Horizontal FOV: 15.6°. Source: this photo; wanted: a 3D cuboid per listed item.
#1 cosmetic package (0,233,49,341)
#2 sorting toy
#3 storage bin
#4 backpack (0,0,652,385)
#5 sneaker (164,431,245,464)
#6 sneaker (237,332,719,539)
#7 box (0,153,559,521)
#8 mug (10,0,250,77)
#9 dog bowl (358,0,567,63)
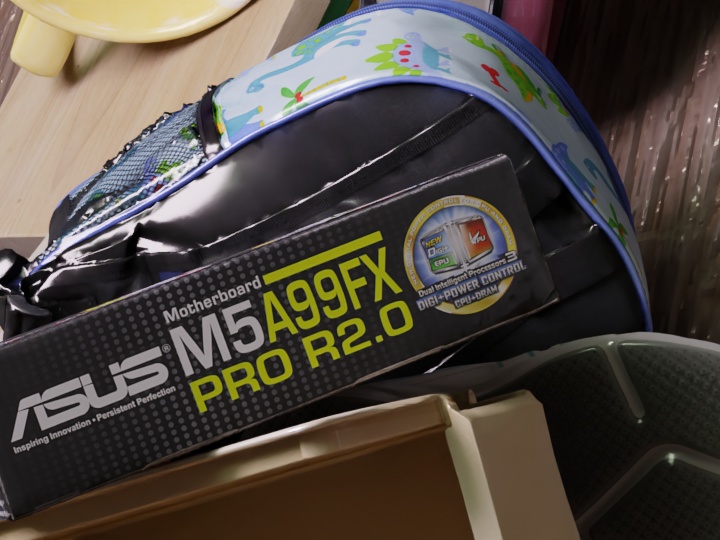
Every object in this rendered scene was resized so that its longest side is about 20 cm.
[{"bbox_3d":[-0.141,0.094,1.110,0.200,0.103,0.087,-51,34,-1],"label":"cosmetic package"},{"bbox_3d":[-0.080,-0.083,1.229,0.198,0.070,0.200,0,59,50],"label":"sorting toy"},{"bbox_3d":[-0.024,0.151,0.728,0.198,0.094,0.201,-19,84,37],"label":"storage bin"},{"bbox_3d":[0.000,0.000,0.962,0.200,0.183,0.147,-31,19,19],"label":"backpack"},{"bbox_3d":[-0.102,0.113,0.883,0.108,0.067,0.202,6,57,45],"label":"sneaker"},{"bbox_3d":[0.061,0.053,0.836,0.200,0.080,0.071,-4,95,25],"label":"sneaker"},{"bbox_3d":[-0.048,0.022,0.767,0.160,0.044,0.200,-22,2,-13],"label":"box"},{"bbox_3d":[-0.116,-0.199,1.197,0.186,0.150,0.153,-26,33,22],"label":"mug"},{"bbox_3d":[0.053,-0.155,1.053,0.074,0.200,0.201,11,59,6],"label":"dog bowl"}]
